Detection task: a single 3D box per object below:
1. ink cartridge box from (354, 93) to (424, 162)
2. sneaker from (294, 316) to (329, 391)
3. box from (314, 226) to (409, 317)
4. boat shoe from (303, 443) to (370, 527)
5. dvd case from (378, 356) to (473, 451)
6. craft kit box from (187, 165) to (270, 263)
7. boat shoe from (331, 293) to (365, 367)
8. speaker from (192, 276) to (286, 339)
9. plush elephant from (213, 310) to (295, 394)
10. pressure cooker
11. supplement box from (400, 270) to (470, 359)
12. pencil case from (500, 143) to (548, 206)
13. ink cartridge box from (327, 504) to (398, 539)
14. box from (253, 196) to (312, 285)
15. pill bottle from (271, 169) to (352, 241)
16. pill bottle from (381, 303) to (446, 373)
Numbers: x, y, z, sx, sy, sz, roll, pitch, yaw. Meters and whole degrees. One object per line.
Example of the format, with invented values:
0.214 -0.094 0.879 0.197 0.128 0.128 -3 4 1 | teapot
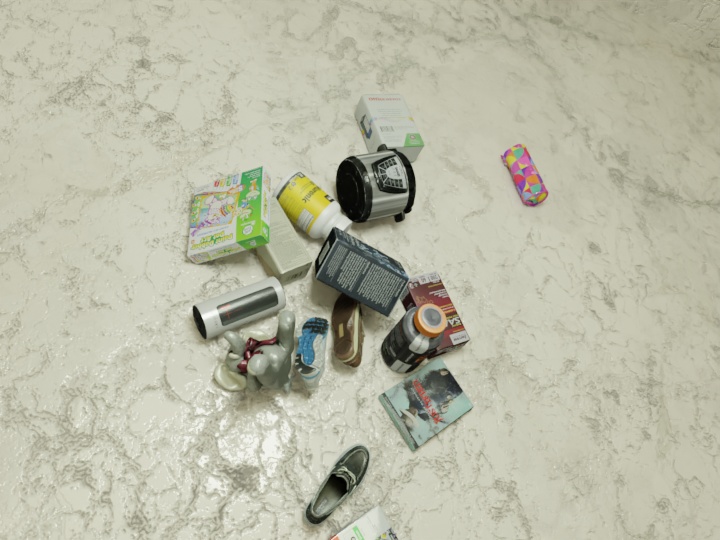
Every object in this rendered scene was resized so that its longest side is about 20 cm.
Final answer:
0.083 -0.423 1.745 0.143 0.088 0.203 -8 66 -25 | ink cartridge box
-0.110 0.187 1.321 0.074 0.088 0.201 0 35 6 | sneaker
0.000 0.000 1.393 0.198 0.108 0.149 28 11 -13 | box
-0.037 0.434 1.195 0.072 0.071 0.200 38 54 5 | boat shoe
0.156 0.309 1.376 0.198 0.022 0.147 -25 72 -30 | dvd case
-0.307 -0.131 1.378 0.197 0.049 0.200 -15 61 17 | craft kit box
-0.024 0.140 1.389 0.075 0.074 0.204 48 33 -38 | boat shoe
-0.271 0.082 1.310 0.198 0.081 0.082 -20 69 -30 | speaker
-0.225 0.179 1.234 0.153 0.202 0.166 14 51 16 | plush elephant
0.053 -0.229 1.555 0.197 0.178 0.179 -13 41 -28 | pressure cooker
0.182 0.110 1.481 0.107 0.061 0.202 -13 67 -28 | supplement box
0.517 -0.301 1.847 0.087 0.089 0.202 -6 61 -24 | pencil case
-0.019 0.562 1.139 0.198 0.050 0.110 -23 71 -32 | ink cartridge box
-0.207 -0.070 1.426 0.094 0.078 0.202 -21 70 -29 | box
-0.121 -0.153 1.489 0.199 0.112 0.111 40 55 4 | pill bottle
0.126 0.152 1.348 0.104 0.201 0.108 9 58 -15 | pill bottle
